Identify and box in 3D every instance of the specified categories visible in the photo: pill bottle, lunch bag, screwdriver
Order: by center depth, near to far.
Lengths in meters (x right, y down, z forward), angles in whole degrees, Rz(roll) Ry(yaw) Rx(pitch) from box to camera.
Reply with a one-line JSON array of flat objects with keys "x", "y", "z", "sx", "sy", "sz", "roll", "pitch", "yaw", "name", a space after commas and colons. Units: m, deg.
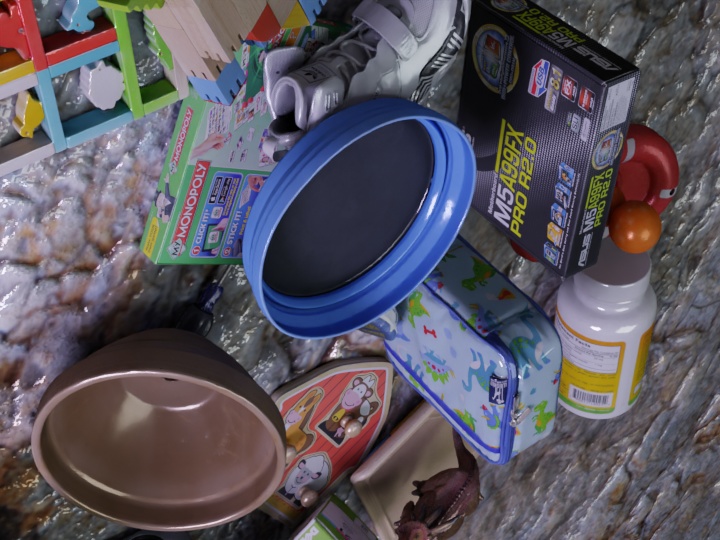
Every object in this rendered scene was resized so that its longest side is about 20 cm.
[{"x": -0.109, "y": -0.002, "z": 0.995, "sx": 0.201, "sy": 0.028, "sz": 0.029, "roll": -57, "pitch": 172, "yaw": 2, "name": "screwdriver"}, {"x": 0.099, "y": 0.072, "z": 1.111, "sx": 0.082, "sy": 0.200, "sz": 0.162, "roll": -25, "pitch": 138, "yaw": -24, "name": "lunch bag"}, {"x": 0.274, "y": 0.062, "z": 1.347, "sx": 0.110, "sy": 0.111, "sz": 0.202, "roll": -27, "pitch": 138, "yaw": -24, "name": "pill bottle"}]

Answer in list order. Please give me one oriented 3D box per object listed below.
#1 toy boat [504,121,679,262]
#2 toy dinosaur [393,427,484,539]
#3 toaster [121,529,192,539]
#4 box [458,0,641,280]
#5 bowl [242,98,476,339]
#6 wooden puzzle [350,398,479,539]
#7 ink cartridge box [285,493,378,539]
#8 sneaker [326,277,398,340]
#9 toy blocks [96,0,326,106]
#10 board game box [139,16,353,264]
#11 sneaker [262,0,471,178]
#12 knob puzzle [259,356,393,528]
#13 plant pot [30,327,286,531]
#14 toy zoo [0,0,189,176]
[{"x": 0.248, "y": -0.065, "z": 1.192, "sx": 0.198, "sy": 0.131, "sz": 0.132, "roll": -19, "pitch": 135, "yaw": -32, "name": "toy boat"}, {"x": 0.084, "y": 0.248, "z": 1.227, "sx": 0.201, "sy": 0.085, "sz": 0.136, "roll": -60, "pitch": 171, "yaw": -22, "name": "toy dinosaur"}, {"x": -0.225, "y": 0.360, "z": 1.119, "sx": 0.179, "sy": 0.119, "sz": 0.202, "roll": -21, "pitch": 136, "yaw": -29, "name": "toaster"}, {"x": 0.152, "y": -0.116, "z": 1.030, "sx": 0.044, "sy": 0.160, "sz": 0.202, "roll": -23, "pitch": 137, "yaw": -29, "name": "box"}, {"x": -0.002, "y": -0.039, "z": 0.891, "sx": 0.199, "sy": 0.039, "sz": 0.202, "roll": -28, "pitch": 143, "yaw": -24, "name": "bowl"}, {"x": 0.070, "y": 0.205, "z": 1.332, "sx": 0.185, "sy": 0.037, "sz": 0.201, "roll": -43, "pitch": 148, "yaw": -17, "name": "wooden puzzle"}, {"x": -0.068, "y": 0.319, "z": 1.182, "sx": 0.148, "sy": 0.076, "sz": 0.200, "roll": -46, "pitch": 175, "yaw": 9, "name": "ink cartridge box"}, {"x": 0.000, "y": 0.000, "z": 1.056, "sx": 0.200, "sy": 0.074, "sz": 0.089, "roll": 55, "pitch": 51, "yaw": -67, "name": "sneaker"}, {"x": -0.072, "y": -0.202, "z": 0.776, "sx": 0.202, "sy": 0.099, "sz": 0.137, "roll": -63, "pitch": 150, "yaw": -20, "name": "toy blocks"}, {"x": -0.082, "y": -0.099, "z": 0.911, "sx": 0.133, "sy": 0.029, "sz": 0.202, "roll": 1, "pitch": 117, "yaw": -44, "name": "board game box"}, {"x": 0.002, "y": -0.155, "z": 0.869, "sx": 0.114, "sy": 0.075, "sz": 0.202, "roll": 5, "pitch": 117, "yaw": -49, "name": "sneaker"}, {"x": -0.036, "y": 0.169, "z": 1.206, "sx": 0.218, "sy": 0.030, "sz": 0.222, "roll": -26, "pitch": 137, "yaw": -26, "name": "knob puzzle"}, {"x": -0.156, "y": 0.114, "z": 0.957, "sx": 0.197, "sy": 0.093, "sz": 0.203, "roll": -1, "pitch": 133, "yaw": -1, "name": "plant pot"}, {"x": -0.208, "y": -0.135, "z": 0.774, "sx": 0.198, "sy": 0.020, "sz": 0.132, "roll": -28, "pitch": 138, "yaw": -25, "name": "toy zoo"}]
